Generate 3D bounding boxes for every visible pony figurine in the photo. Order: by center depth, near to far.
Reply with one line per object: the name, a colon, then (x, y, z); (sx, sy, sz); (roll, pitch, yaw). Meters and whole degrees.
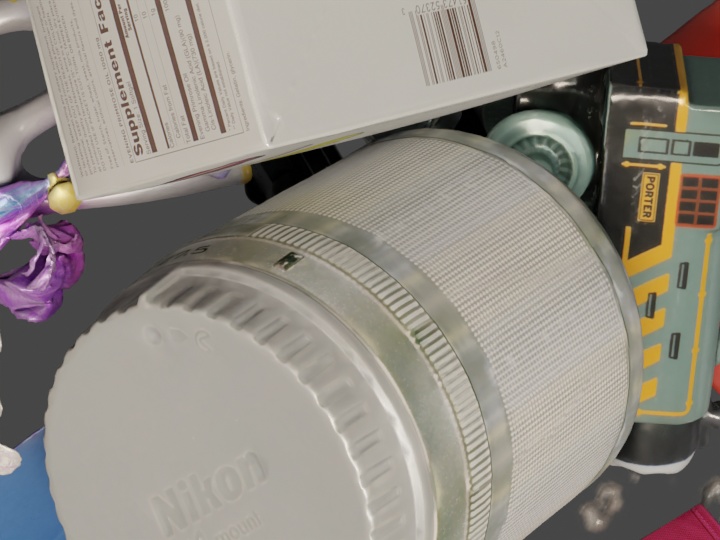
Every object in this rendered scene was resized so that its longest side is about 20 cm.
pony figurine: (-0.148, -0.035, 1.041); (0.199, 0.193, 0.167); (-22, 125, -19)

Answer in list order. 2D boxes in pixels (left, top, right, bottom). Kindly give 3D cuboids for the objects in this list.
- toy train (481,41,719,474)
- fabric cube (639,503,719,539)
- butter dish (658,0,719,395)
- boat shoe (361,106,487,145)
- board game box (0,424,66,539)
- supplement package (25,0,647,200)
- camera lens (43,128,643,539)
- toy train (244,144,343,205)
toy train: (0.102, -0.004, 1.129); (0.113, 0.085, 0.201); (4, 114, 2)
fabric cube: (0.141, 0.268, 1.255); (0.199, 0.200, 0.197); (-31, 118, -1)
butter dish: (0.212, -0.023, 1.240); (0.200, 0.148, 0.200); (-38, 75, -6)
boat shoe: (0.027, -0.075, 1.168); (0.073, 0.062, 0.200); (-47, 124, -24)
board game box: (-0.135, 0.096, 1.121); (0.158, 0.039, 0.200); (-43, 158, 4)
supplement package: (-0.015, -0.125, 0.995); (0.200, 0.111, 0.156); (-16, 93, -42)
camera lens: (0.000, 0.046, 1.019); (0.200, 0.160, 0.161); (-32, 124, -50)
toy train: (0.000, 0.000, 1.208); (0.046, 0.034, 0.200); (-42, 119, -20)
